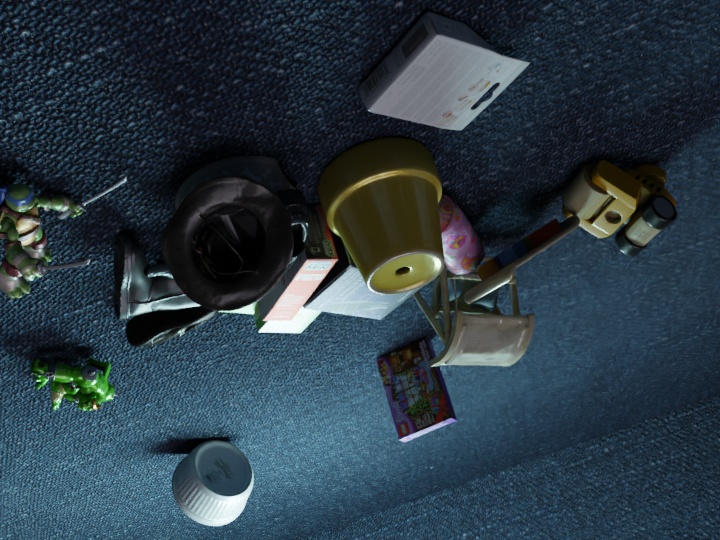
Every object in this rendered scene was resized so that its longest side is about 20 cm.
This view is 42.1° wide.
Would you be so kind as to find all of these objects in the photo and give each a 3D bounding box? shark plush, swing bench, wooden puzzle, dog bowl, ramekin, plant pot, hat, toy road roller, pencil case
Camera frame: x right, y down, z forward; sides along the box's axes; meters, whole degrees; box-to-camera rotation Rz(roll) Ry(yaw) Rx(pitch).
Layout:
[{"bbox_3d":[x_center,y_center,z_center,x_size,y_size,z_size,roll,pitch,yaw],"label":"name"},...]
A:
[{"bbox_3d":[-0.254,-0.012,1.494,0.083,0.092,0.199,6,173,45],"label":"shark plush"},{"bbox_3d":[0.223,0.079,1.843,0.197,0.202,0.130,3,147,-34],"label":"swing bench"},{"bbox_3d":[0.287,-0.029,1.717,0.199,0.047,0.185,-36,179,-27],"label":"wooden puzzle"},{"bbox_3d":[-0.187,-0.095,1.459,0.197,0.059,0.201,-14,151,-8],"label":"dog bowl"},{"bbox_3d":[-0.359,0.520,2.330,0.198,0.202,0.105,5,137,-35],"label":"ramekin"},{"bbox_3d":[0.046,-0.075,1.484,0.198,0.191,0.202,-12,152,-6],"label":"plant pot"},{"bbox_3d":[-0.189,-0.045,1.380,0.198,0.203,0.081,-20,-168,6],"label":"hat"},{"bbox_3d":[0.481,-0.138,1.716,0.198,0.147,0.123,29,142,-3],"label":"toy road roller"},{"bbox_3d":[0.159,-0.064,1.682,0.087,0.088,0.200,-25,150,15],"label":"pencil case"}]

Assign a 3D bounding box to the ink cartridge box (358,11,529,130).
[{"bbox_3d":[0.120,-0.276,1.326,0.198,0.048,0.160,2,146,-42],"label":"ink cartridge box"}]

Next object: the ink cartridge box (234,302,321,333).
[{"bbox_3d":[-0.167,0.064,1.769,0.198,0.048,0.146,3,147,-37],"label":"ink cartridge box"}]

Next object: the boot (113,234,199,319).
[{"bbox_3d":[-0.305,-0.001,1.550,0.197,0.066,0.166,-8,137,-26],"label":"boot"}]

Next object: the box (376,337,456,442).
[{"bbox_3d":[0.126,0.272,2.136,0.136,0.202,0.039,-26,153,17],"label":"box"}]

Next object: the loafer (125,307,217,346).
[{"bbox_3d":[-0.330,0.080,1.694,0.198,0.074,0.071,-22,163,16],"label":"loafer"}]

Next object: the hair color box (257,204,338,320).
[{"bbox_3d":[-0.117,-0.011,1.592,0.063,0.112,0.200,0,148,-30],"label":"hair color box"}]

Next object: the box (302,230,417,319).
[{"bbox_3d":[0.000,0.000,1.682,0.198,0.105,0.148,10,142,-40],"label":"box"}]

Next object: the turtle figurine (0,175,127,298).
[{"bbox_3d":[-0.445,-0.036,1.334,0.197,0.146,0.194,3,151,-25],"label":"turtle figurine"}]

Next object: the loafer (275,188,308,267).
[{"bbox_3d":[-0.120,-0.045,1.447,0.067,0.071,0.201,-6,150,-18],"label":"loafer"}]

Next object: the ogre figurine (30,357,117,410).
[{"bbox_3d":[-0.543,0.214,1.789,0.118,0.099,0.202,1,137,5],"label":"ogre figurine"}]
